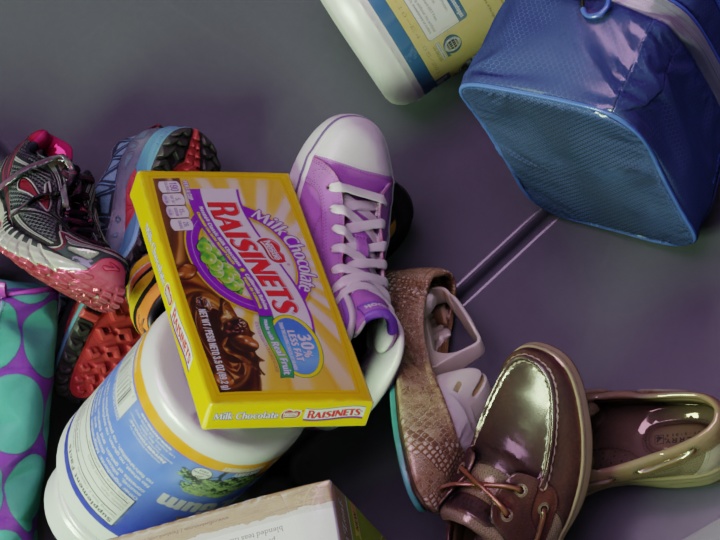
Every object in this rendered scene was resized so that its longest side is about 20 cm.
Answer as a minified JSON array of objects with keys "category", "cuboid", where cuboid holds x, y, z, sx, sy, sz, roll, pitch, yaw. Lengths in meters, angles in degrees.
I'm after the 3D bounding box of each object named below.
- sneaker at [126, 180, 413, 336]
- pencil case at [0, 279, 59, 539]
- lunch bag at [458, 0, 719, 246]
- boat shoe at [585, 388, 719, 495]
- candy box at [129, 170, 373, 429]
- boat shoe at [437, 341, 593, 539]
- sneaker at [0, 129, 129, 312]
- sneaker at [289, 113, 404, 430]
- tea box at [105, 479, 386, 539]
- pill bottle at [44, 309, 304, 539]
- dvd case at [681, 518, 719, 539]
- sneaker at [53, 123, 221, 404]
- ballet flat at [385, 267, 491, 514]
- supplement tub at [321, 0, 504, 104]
[{"category":"sneaker","cuboid":[-0.054,0.003,1.583,0.199,0.070,0.090,-20,21,-1]},{"category":"pencil case","cuboid":[-0.242,0.106,1.586,0.084,0.092,0.202,4,89,3]},{"category":"lunch bag","cuboid":[0.158,-0.123,1.523,0.135,0.200,0.133,16,70,30]},{"category":"boat shoe","cuboid":[0.132,0.103,1.505,0.199,0.065,0.072,-11,64,16]},{"category":"candy box","cuboid":[-0.067,0.014,1.452,0.102,0.027,0.201,2,43,-24]},{"category":"boat shoe","cuboid":[0.083,0.143,1.454,0.072,0.072,0.201,21,105,32]},{"category":"sneaker","cuboid":[-0.199,-0.036,1.594,0.075,0.080,0.200,-55,35,3]},{"category":"sneaker","cuboid":[0.001,0.000,1.512,0.114,0.072,0.202,-2,78,63]},{"category":"tea box","cuboid":[-0.070,0.237,1.439,0.199,0.197,0.134,-16,62,11]},{"category":"pill bottle","cuboid":[-0.121,0.108,1.516,0.200,0.111,0.113,-47,47,47]},{"category":"dvd case","cuboid":[0.206,0.187,1.410,0.199,0.150,0.025,-30,104,4]},{"category":"sneaker","cuboid":[-0.164,-0.004,1.664,0.095,0.079,0.201,11,72,49]},{"category":"ballet flat","cuboid":[0.048,0.065,1.525,0.065,0.071,0.201,-18,44,7]},{"category":"supplement tub","cuboid":[0.067,-0.220,1.628,0.199,0.145,0.145,-34,60,2]}]
